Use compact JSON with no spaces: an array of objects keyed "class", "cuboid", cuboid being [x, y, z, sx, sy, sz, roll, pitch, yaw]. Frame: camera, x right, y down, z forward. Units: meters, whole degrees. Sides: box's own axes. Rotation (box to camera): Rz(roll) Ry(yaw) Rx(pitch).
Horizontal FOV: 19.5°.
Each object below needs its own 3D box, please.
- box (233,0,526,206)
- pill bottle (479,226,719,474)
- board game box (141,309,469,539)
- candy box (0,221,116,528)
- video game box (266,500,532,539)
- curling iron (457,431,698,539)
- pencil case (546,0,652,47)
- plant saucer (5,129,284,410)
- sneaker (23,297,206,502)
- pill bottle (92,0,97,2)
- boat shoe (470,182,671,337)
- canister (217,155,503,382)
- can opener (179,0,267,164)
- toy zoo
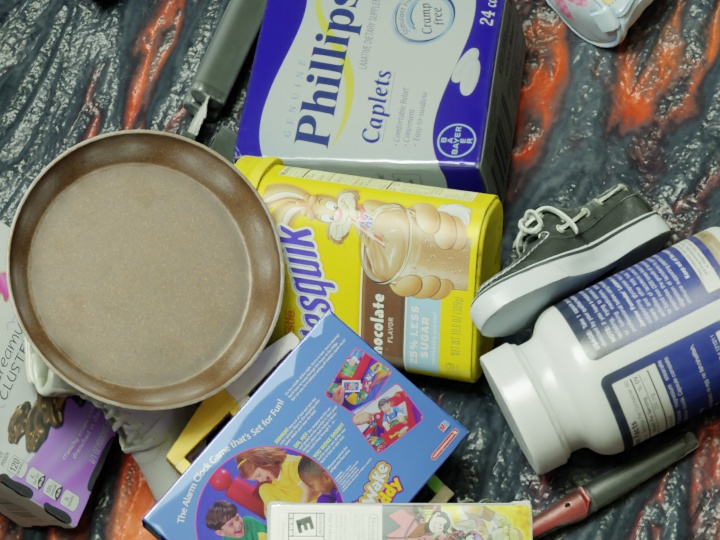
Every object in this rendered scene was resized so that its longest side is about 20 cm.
[{"class":"box","cuboid":[0.018,-0.132,1.653,0.199,0.105,0.185,2,60,15]},{"class":"pill bottle","cuboid":[0.193,0.060,1.491,0.199,0.116,0.116,-26,58,-2]},{"class":"board game box","cuboid":[-0.039,0.147,1.481,0.134,0.045,0.200,41,76,5]},{"class":"candy box","cuboid":[-0.268,0.071,1.547,0.071,0.200,0.169,-6,54,46]},{"class":"video game box","cuboid":[0.027,0.256,1.409,0.181,0.047,0.201,0,76,1]},{"class":"curling iron","cuboid":[0.149,0.158,1.491,0.199,0.026,0.050,-21,92,-4]},{"class":"pencil case","cuboid":[0.235,-0.271,1.691,0.200,0.083,0.091,-47,50,-13]},{"class":"plant saucer","cuboid":[-0.154,0.001,1.486,0.199,0.034,0.202,4,77,-17]},{"class":"sneaker","cuboid":[-0.187,0.093,1.531,0.073,0.115,0.201,-20,88,48]},{"class":"pill bottle","cuboid":[-0.164,-0.316,1.801,0.199,0.112,0.112,-30,58,-4]},{"class":"boat shoe","cuboid":[0.143,-0.015,1.530,0.199,0.074,0.068,-27,71,-33]},{"class":"canister","cuboid":[0.000,0.000,1.559,0.199,0.149,0.087,8,23,15]},{"class":"can opener","cuboid":[-0.115,-0.142,1.732,0.066,0.053,0.201,23,65,-13]},{"class":"toy zoo","cuboid":[-0.047,0.138,1.517,0.200,0.020,0.131,43,76,6]}]
